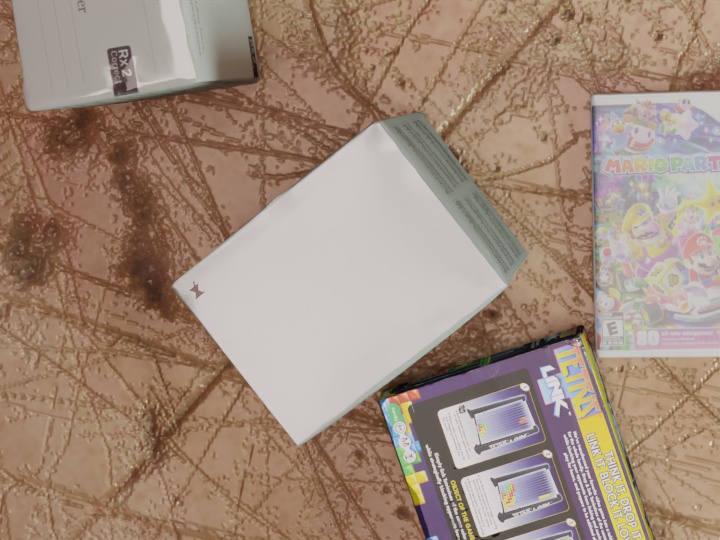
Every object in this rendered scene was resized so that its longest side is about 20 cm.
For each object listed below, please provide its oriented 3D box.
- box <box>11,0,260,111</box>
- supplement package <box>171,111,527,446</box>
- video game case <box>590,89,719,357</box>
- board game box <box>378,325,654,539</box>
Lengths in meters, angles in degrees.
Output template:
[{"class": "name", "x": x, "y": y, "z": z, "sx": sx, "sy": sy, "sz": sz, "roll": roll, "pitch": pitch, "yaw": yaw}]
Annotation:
[{"class": "box", "x": -0.168, "y": -0.224, "z": 1.412, "sx": 0.131, "sy": 0.200, "sz": 0.199, "roll": -8, "pitch": 94, "yaw": 10}, {"class": "supplement package", "x": 0.000, "y": 0.000, "z": 1.411, "sx": 0.191, "sy": 0.200, "sz": 0.147, "roll": -38, "pitch": 89, "yaw": 11}, {"class": "video game case", "x": 0.247, "y": -0.035, "z": 1.461, "sx": 0.143, "sy": 0.018, "sz": 0.200, "roll": -1, "pitch": 96, "yaw": 9}, {"class": "board game box", "x": 0.123, "y": 0.162, "z": 1.482, "sx": 0.165, "sy": 0.057, "sz": 0.200, "roll": -18, "pitch": 93, "yaw": 8}]
